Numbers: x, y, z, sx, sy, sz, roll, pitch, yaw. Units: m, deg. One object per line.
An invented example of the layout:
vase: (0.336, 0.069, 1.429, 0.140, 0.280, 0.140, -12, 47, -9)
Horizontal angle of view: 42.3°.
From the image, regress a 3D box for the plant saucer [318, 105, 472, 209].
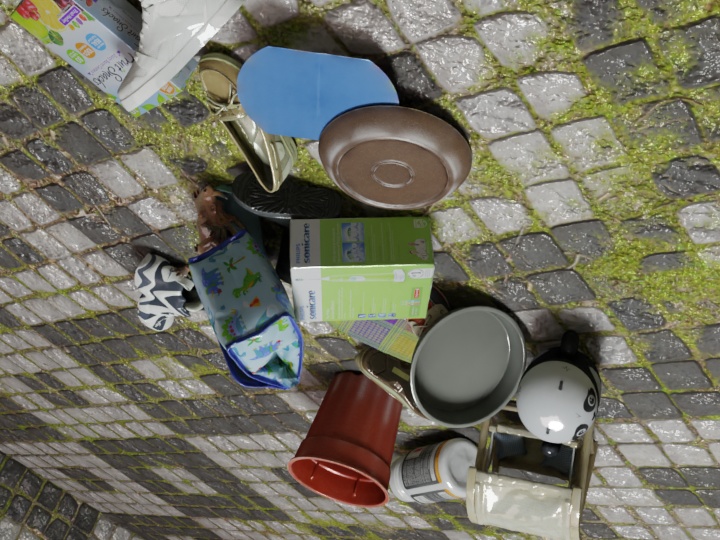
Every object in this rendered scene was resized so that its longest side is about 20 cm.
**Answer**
plant saucer: (0.042, -0.132, 1.180, 0.197, 0.032, 0.201, 6, 151, 3)

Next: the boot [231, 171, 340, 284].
boot: (-0.112, -0.055, 1.390, 0.163, 0.066, 0.201, 16, 152, 3)

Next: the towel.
towel: (0.044, 0.095, 1.562, 0.198, 0.023, 0.144, 24, 148, -4)

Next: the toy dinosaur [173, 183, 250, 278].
toy dinosaur: (-0.195, -0.033, 1.426, 0.135, 0.087, 0.199, -34, 133, 30)

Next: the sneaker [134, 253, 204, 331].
sneaker: (-0.327, 0.061, 1.672, 0.128, 0.080, 0.201, 23, 139, 13)

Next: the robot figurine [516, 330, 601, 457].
robot figurine: (0.303, 0.185, 1.404, 0.124, 0.200, 0.152, -30, 87, 18)

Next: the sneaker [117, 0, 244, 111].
sneaker: (-0.234, -0.284, 1.056, 0.200, 0.074, 0.115, -42, 115, 15)

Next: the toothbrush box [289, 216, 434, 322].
toothbrush box: (0.000, 0.000, 1.330, 0.197, 0.087, 0.146, -3, 147, -2)

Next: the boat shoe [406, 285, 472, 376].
boat shoe: (0.114, 0.086, 1.453, 0.071, 0.063, 0.200, -25, 124, 29)

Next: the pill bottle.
pill bottle: (0.151, 0.411, 1.890, 0.116, 0.117, 0.199, 34, 147, -21)

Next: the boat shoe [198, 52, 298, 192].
boat shoe: (-0.149, -0.190, 1.203, 0.072, 0.064, 0.201, 1, 141, 30)

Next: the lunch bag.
lunch bag: (-0.157, 0.070, 1.369, 0.126, 0.171, 0.201, -28, 151, -2)

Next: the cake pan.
cake pan: (0.162, 0.144, 1.437, 0.200, 0.201, 0.037, 39, -179, -28)

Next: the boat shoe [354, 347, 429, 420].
boat shoe: (0.074, 0.202, 1.679, 0.200, 0.072, 0.076, 41, 158, -17)

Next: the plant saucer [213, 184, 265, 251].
plant saucer: (-0.183, -0.064, 1.459, 0.069, 0.019, 0.201, 15, 147, 10)

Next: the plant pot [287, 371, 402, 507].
plant pot: (-0.014, 0.312, 1.760, 0.198, 0.197, 0.202, 14, 148, 9)

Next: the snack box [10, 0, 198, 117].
snack box: (-0.318, -0.286, 1.154, 0.199, 0.053, 0.141, 39, 154, -28)

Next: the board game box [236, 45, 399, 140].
board game box: (-0.049, -0.221, 1.123, 0.197, 0.039, 0.159, 8, 150, 1)

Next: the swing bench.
swing bench: (0.301, 0.352, 1.632, 0.196, 0.202, 0.130, 5, 146, 23)
